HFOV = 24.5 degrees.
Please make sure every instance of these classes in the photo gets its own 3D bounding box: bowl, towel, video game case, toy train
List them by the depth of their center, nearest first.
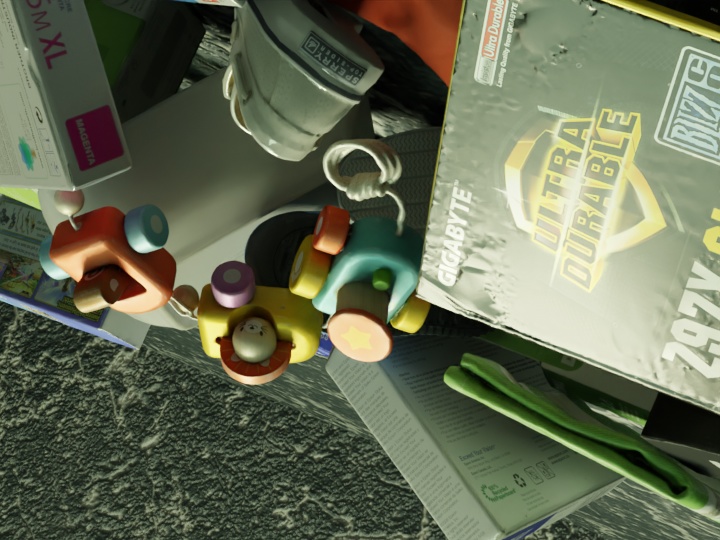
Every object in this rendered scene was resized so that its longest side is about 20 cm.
[{"bbox_3d":[-0.056,0.007,0.810,0.198,0.056,0.150,-13,140,27],"label":"toy train"},{"bbox_3d":[0.140,0.094,0.912,0.148,0.031,0.200,25,178,24],"label":"towel"},{"bbox_3d":[-0.073,-0.038,0.952,0.075,0.199,0.200,60,175,14],"label":"bowl"},{"bbox_3d":[-0.202,-0.048,1.265,0.199,0.182,0.045,15,166,45],"label":"video game case"}]

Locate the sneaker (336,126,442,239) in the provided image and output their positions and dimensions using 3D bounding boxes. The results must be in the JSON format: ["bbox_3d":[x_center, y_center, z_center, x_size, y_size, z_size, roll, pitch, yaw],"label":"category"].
[{"bbox_3d":[0.087,-0.031,0.878,0.198,0.074,0.071,5,167,11],"label":"sneaker"}]

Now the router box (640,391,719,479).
[{"bbox_3d":[0.232,0.033,0.739,0.051,0.150,0.199,31,169,-31],"label":"router box"}]

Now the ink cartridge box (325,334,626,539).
[{"bbox_3d":[0.064,0.073,1.038,0.201,0.043,0.196,53,-152,17],"label":"ink cartridge box"}]

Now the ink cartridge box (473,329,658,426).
[{"bbox_3d":[0.174,0.036,1.016,0.199,0.105,0.059,22,169,18],"label":"ink cartridge box"}]

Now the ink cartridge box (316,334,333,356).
[{"bbox_3d":[-0.048,-0.018,1.180,0.076,0.137,0.200,28,170,-28],"label":"ink cartridge box"}]

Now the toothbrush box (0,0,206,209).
[{"bbox_3d":[-0.217,-0.130,1.000,0.199,0.147,0.086,21,170,16],"label":"toothbrush box"}]

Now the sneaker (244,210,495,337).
[{"bbox_3d":[0.000,0.000,0.948,0.199,0.067,0.078,7,-171,-44],"label":"sneaker"}]

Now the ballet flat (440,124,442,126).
[{"bbox_3d":[0.123,-0.020,0.951,0.199,0.071,0.067,24,171,7],"label":"ballet flat"}]

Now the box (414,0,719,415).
[{"bbox_3d":[0.111,-0.041,0.688,0.158,0.050,0.201,20,139,11],"label":"box"}]

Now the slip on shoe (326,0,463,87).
[{"bbox_3d":[0.060,-0.098,0.744,0.199,0.062,0.074,26,173,8],"label":"slip on shoe"}]

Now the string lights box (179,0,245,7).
[{"bbox_3d":[-0.137,-0.182,0.790,0.199,0.059,0.103,14,163,46],"label":"string lights box"}]

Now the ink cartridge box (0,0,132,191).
[{"bbox_3d":[-0.184,-0.103,0.835,0.199,0.042,0.120,4,113,57],"label":"ink cartridge box"}]

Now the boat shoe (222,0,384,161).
[{"bbox_3d":[-0.038,-0.098,0.781,0.071,0.070,0.200,33,-168,-20],"label":"boat shoe"}]
